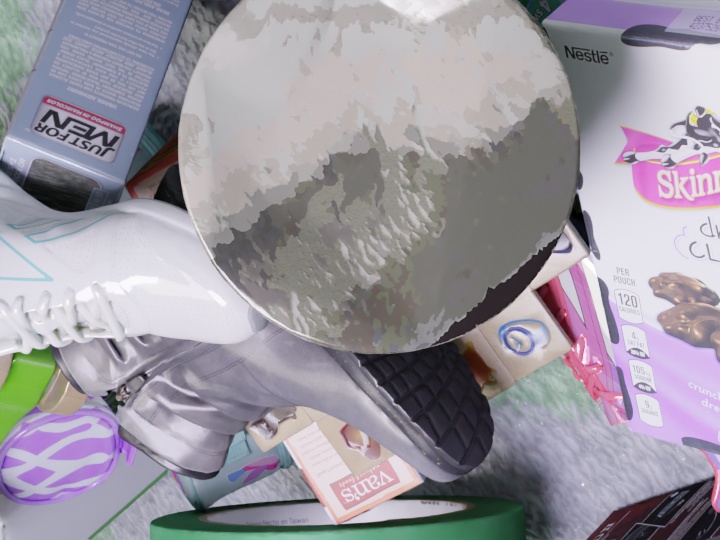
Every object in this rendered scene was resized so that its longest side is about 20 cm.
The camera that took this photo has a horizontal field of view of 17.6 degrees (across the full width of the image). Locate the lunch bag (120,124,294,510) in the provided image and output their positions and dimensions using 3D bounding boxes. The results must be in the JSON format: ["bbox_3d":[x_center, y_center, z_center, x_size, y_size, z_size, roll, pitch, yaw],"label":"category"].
[{"bbox_3d":[-0.102,0.025,1.273,0.160,0.077,0.201,39,152,60],"label":"lunch bag"}]

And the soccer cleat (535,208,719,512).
[{"bbox_3d":[0.115,0.028,1.073,0.200,0.073,0.068,37,-176,14],"label":"soccer cleat"}]

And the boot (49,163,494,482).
[{"bbox_3d":[-0.041,0.053,1.076,0.200,0.070,0.132,42,122,11],"label":"boot"}]

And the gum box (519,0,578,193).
[{"bbox_3d":[0.137,-0.088,0.988,0.200,0.044,0.170,45,143,10],"label":"gum box"}]

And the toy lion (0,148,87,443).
[{"bbox_3d":[-0.222,0.039,1.283,0.201,0.068,0.192,-59,37,26],"label":"toy lion"}]

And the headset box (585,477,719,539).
[{"bbox_3d":[0.192,0.181,1.134,0.149,0.077,0.200,55,145,-4],"label":"headset box"}]

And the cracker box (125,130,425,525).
[{"bbox_3d":[-0.028,0.010,1.169,0.057,0.134,0.201,-28,100,19],"label":"cracker box"}]

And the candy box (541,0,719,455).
[{"bbox_3d":[0.173,-0.018,0.911,0.167,0.071,0.201,13,130,40],"label":"candy box"}]

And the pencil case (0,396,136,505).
[{"bbox_3d":[-0.204,0.045,1.369,0.201,0.085,0.084,63,146,38],"label":"pencil case"}]

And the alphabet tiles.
[{"bbox_3d":[0.000,0.000,1.074,0.199,0.006,0.167,-32,99,27],"label":"alphabet tiles"}]

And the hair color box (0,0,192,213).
[{"bbox_3d":[-0.124,-0.101,1.123,0.060,0.201,0.099,22,144,-7],"label":"hair color box"}]

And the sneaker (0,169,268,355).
[{"bbox_3d":[-0.133,0.008,1.013,0.199,0.080,0.071,13,140,24],"label":"sneaker"}]

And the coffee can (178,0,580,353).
[{"bbox_3d":[0.006,-0.050,0.921,0.147,0.146,0.200,53,-177,-3],"label":"coffee can"}]

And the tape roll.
[{"bbox_3d":[-0.011,0.150,1.225,0.200,0.199,0.049,-5,87,49],"label":"tape roll"}]

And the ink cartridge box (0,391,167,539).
[{"bbox_3d":[-0.239,0.090,1.447,0.199,0.145,0.084,32,142,25],"label":"ink cartridge box"}]
